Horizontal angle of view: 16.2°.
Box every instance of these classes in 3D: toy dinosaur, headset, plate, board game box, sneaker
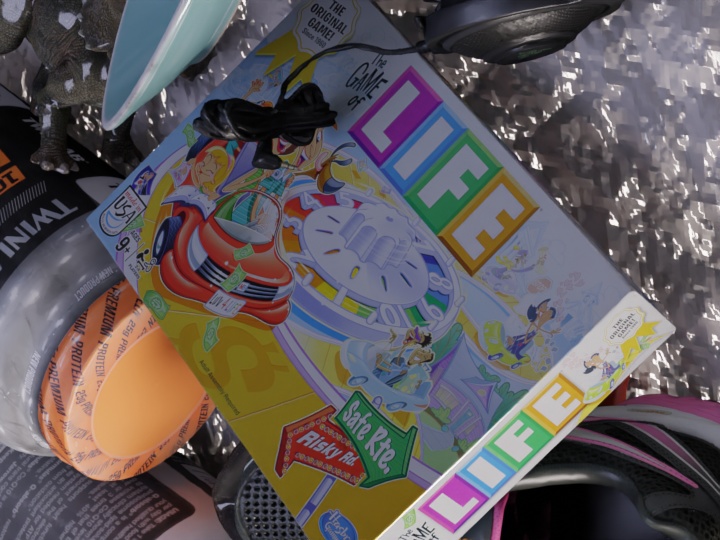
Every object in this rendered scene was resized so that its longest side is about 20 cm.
[{"bbox_3d":[-0.122,-0.105,1.059,0.200,0.077,0.103,41,118,40],"label":"toy dinosaur"},{"bbox_3d":[0.023,-0.114,0.827,0.124,0.094,0.200,54,126,23],"label":"headset"},{"bbox_3d":[-0.043,-0.139,0.875,0.025,0.201,0.200,21,141,-12],"label":"plate"},{"bbox_3d":[0.000,0.000,0.878,0.034,0.134,0.200,39,-171,-49],"label":"board game box"},{"bbox_3d":[0.041,0.079,0.876,0.199,0.086,0.081,-7,100,25],"label":"sneaker"}]

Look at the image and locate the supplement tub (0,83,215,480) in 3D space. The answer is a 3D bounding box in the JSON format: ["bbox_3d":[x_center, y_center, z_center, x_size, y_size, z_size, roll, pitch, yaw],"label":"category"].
[{"bbox_3d":[-0.151,-0.002,1.094,0.200,0.122,0.123,35,134,32],"label":"supplement tub"}]

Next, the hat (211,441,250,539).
[{"bbox_3d":[-0.005,0.085,0.997,0.200,0.081,0.201,29,131,39],"label":"hat"}]

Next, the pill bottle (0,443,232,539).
[{"bbox_3d":[-0.100,0.136,1.115,0.200,0.116,0.117,32,132,37],"label":"pill bottle"}]

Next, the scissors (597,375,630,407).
[{"bbox_3d":[0.094,0.090,0.919,0.073,0.014,0.201,-21,96,28],"label":"scissors"}]
